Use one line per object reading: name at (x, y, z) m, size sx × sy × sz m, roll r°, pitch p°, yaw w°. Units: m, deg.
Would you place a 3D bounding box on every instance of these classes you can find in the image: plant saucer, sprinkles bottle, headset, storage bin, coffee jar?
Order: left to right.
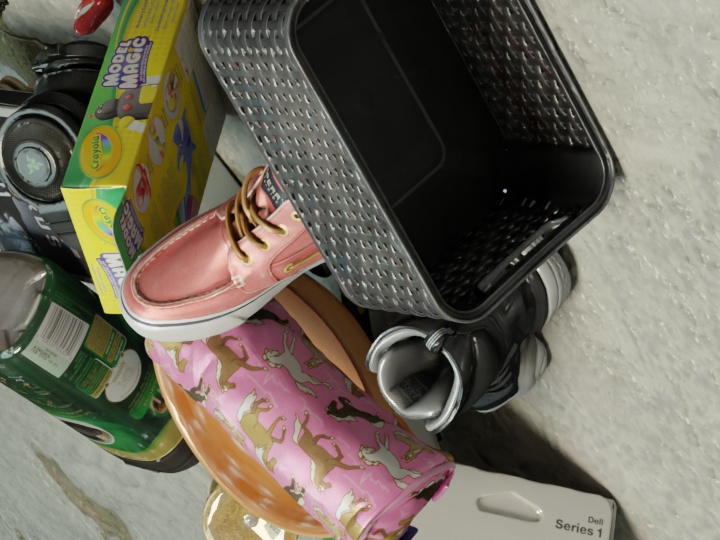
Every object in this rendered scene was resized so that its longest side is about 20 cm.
headset at (-0.196, -0.097, 1.696) m, size 0.094 × 0.124 × 0.200 m, roll -7°, pitch 133°, yaw 27°
coffee jar at (-0.187, 0.067, 1.874) m, size 0.104 × 0.086 × 0.200 m, roll 10°, pitch 158°, yaw 47°
sprinkles bottle at (-0.070, 0.140, 1.873) m, size 0.068 × 0.068 × 0.200 m, roll 55°, pitch -169°, yaw -13°
plant saucer at (-0.050, 0.072, 1.689) m, size 0.200 × 0.037 × 0.201 m, roll 26°, pitch 132°, yaw 33°
storage bin at (0.025, -0.087, 1.397) m, size 0.094 × 0.135 × 0.200 m, roll 7°, pitch 133°, yaw 57°

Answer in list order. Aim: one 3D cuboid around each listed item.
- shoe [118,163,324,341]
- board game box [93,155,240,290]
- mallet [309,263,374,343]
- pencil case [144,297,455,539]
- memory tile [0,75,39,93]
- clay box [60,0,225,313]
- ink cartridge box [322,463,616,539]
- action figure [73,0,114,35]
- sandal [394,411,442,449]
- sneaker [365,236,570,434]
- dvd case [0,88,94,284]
shoe at (-0.054, -0.032, 1.534) m, size 0.091 × 0.199 × 0.072 m, roll 68°, pitch 178°, yaw -64°
board game box at (-0.146, -0.032, 1.876) m, size 0.148 × 0.064 × 0.200 m, roll 53°, pitch 155°, yaw -5°
mallet at (0.000, 0.000, 1.711) m, size 0.041 × 0.066 × 0.200 m, roll 38°, pitch 169°, yaw 22°
pencil case at (-0.037, 0.079, 1.581) m, size 0.200 × 0.083 × 0.087 m, roll 42°, pitch 178°, yaw 19°
memory tile at (-0.216, -0.068, 1.853) m, size 0.200 × 0.017 × 0.154 m, roll 5°, pitch 129°, yaw 60°
clay box at (-0.134, -0.064, 1.649) m, size 0.047 × 0.201 × 0.115 m, roll 2°, pitch 138°, yaw 15°
ink cartridge box at (0.063, 0.195, 1.740) m, size 0.144 × 0.084 × 0.200 m, roll 13°, pitch 159°, yaw -11°
action figure at (-0.174, -0.189, 1.656) m, size 0.065 × 0.099 × 0.200 m, roll 48°, pitch 154°, yaw -1°
sandal at (0.010, 0.081, 1.754) m, size 0.079 × 0.059 × 0.207 m, roll 0°, pitch 133°, yaw 35°
sneaker at (0.054, 0.051, 1.582) m, size 0.075 × 0.114 × 0.200 m, roll 44°, pitch 156°, yaw 13°
dvd case at (-0.236, -0.061, 1.848) m, size 0.200 × 0.025 × 0.151 m, roll 12°, pitch 136°, yaw 56°
